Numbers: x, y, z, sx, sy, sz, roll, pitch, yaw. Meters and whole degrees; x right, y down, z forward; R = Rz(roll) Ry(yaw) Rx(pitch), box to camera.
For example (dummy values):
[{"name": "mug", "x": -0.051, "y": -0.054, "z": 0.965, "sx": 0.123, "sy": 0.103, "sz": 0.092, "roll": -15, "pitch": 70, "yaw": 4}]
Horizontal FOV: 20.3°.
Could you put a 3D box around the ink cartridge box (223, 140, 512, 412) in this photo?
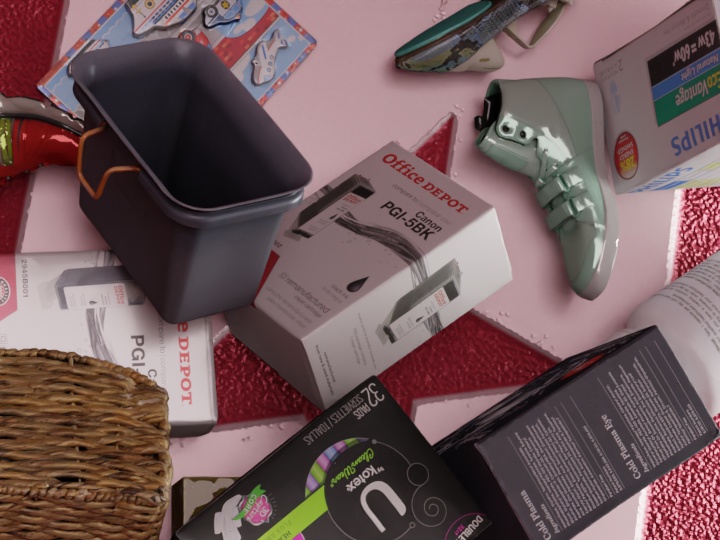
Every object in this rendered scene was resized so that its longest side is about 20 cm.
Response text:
[{"name": "ink cartridge box", "x": 0.000, "y": 0.000, "z": 1.624, "sx": 0.199, "sy": 0.147, "sz": 0.083, "roll": -35, "pitch": 132, "yaw": -20}]

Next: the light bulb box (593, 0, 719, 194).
[{"name": "light bulb box", "x": 0.336, "y": -0.153, "z": 1.710, "sx": 0.198, "sy": 0.198, "sz": 0.126, "roll": -5, "pitch": 78, "yaw": -25}]

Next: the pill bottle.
[{"name": "pill bottle", "x": 0.298, "y": 0.056, "z": 1.714, "sx": 0.199, "sy": 0.113, "sz": 0.114, "roll": -32, "pitch": 88, "yaw": -19}]

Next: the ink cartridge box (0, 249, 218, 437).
[{"name": "ink cartridge box", "x": -0.218, "y": 0.061, "z": 1.596, "sx": 0.198, "sy": 0.085, "sz": 0.147, "roll": -2, "pitch": 79, "yaw": -17}]

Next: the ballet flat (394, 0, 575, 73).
[{"name": "ballet flat", "x": 0.120, "y": -0.212, "z": 1.751, "sx": 0.199, "sy": 0.074, "sz": 0.074, "roll": -36, "pitch": 89, "yaw": -15}]

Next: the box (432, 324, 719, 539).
[{"name": "box", "x": 0.157, "y": 0.144, "z": 1.614, "sx": 0.181, "sy": 0.200, "sz": 0.105, "roll": -32, "pitch": 89, "yaw": -19}]

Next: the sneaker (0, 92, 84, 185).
[{"name": "sneaker", "x": -0.288, "y": -0.095, "z": 1.622, "sx": 0.198, "sy": 0.077, "sz": 0.086, "roll": 13, "pitch": 81, "yaw": -1}]

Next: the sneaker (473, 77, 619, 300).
[{"name": "sneaker", "x": 0.152, "y": -0.071, "z": 1.722, "sx": 0.117, "sy": 0.074, "sz": 0.202, "roll": 3, "pitch": 68, "yaw": -20}]

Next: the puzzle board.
[{"name": "puzzle board", "x": -0.152, "y": -0.174, "z": 1.696, "sx": 0.151, "sy": 0.017, "sz": 0.200, "roll": 42, "pitch": 72, "yaw": -3}]

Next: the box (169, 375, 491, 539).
[{"name": "box", "x": -0.032, "y": 0.206, "z": 1.522, "sx": 0.200, "sy": 0.124, "sz": 0.149, "roll": -38, "pitch": 85, "yaw": -23}]

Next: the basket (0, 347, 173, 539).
[{"name": "basket", "x": -0.247, "y": 0.154, "z": 1.497, "sx": 0.198, "sy": 0.150, "sz": 0.144, "roll": 5, "pitch": 46, "yaw": -14}]

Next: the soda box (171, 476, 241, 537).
[{"name": "soda box", "x": -0.051, "y": 0.203, "z": 1.620, "sx": 0.198, "sy": 0.064, "sz": 0.068, "roll": 2, "pitch": 77, "yaw": -14}]

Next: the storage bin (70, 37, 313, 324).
[{"name": "storage bin", "x": -0.147, "y": -0.060, "z": 1.531, "sx": 0.145, "sy": 0.135, "sz": 0.200, "roll": -14, "pitch": 46, "yaw": -33}]
